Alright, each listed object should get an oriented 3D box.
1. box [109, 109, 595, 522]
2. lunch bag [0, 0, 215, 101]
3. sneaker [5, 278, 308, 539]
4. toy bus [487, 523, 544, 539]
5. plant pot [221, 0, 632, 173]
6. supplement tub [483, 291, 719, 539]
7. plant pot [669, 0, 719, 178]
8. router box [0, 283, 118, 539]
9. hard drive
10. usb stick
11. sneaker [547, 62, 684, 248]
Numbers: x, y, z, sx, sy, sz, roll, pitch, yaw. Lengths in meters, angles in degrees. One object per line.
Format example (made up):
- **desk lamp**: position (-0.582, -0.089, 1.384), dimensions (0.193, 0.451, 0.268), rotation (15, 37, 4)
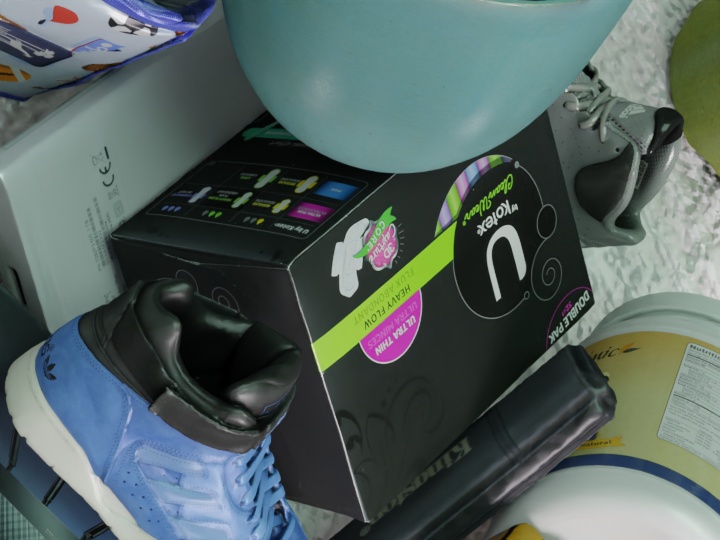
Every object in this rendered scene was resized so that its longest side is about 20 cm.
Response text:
- **box**: position (0.000, 0.000, 1.316), dimensions (0.200, 0.124, 0.149), rotation (-42, 127, -37)
- **lunch bag**: position (-0.170, -0.174, 1.229), dimensions (0.124, 0.170, 0.201), rotation (-46, 110, -33)
- **sneaker**: position (-0.055, 0.088, 1.198), dimensions (0.200, 0.111, 0.077), rotation (48, 30, -15)
- **toy bus**: position (0.102, 0.227, 1.296), dimensions (0.201, 0.078, 0.065), rotation (56, 35, -5)
- **plant pot**: position (0.025, -0.142, 1.207), dimensions (0.199, 0.161, 0.202), rotation (10, 51, -13)
- **supplement tub**: position (0.152, 0.115, 1.391), dimensions (0.145, 0.144, 0.200), rotation (51, 33, -15)
- **plant pot**: position (0.288, -0.124, 1.556), dimensions (0.199, 0.184, 0.202), rotation (11, 71, -35)
- **router box**: position (-0.193, 0.087, 1.211), dimensions (0.200, 0.062, 0.150), rotation (46, 54, -19)
- **hard drive**: position (-0.098, -0.042, 1.308), dimensions (0.200, 0.026, 0.133), rotation (-40, 130, -37)
- **usb stick**: position (0.043, 0.111, 1.316), dimensions (0.033, 0.200, 0.056), rotation (44, 11, -31)
- **sneaker**: position (0.123, -0.105, 1.438), dimensions (0.075, 0.115, 0.201), rotation (-29, 114, -43)
